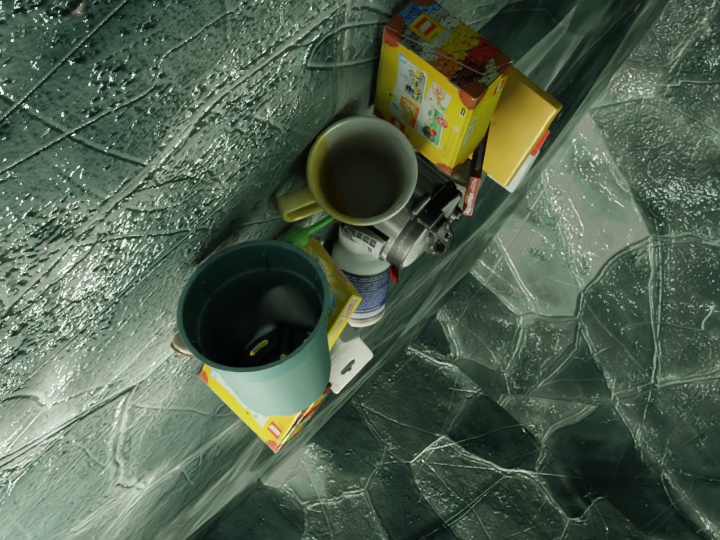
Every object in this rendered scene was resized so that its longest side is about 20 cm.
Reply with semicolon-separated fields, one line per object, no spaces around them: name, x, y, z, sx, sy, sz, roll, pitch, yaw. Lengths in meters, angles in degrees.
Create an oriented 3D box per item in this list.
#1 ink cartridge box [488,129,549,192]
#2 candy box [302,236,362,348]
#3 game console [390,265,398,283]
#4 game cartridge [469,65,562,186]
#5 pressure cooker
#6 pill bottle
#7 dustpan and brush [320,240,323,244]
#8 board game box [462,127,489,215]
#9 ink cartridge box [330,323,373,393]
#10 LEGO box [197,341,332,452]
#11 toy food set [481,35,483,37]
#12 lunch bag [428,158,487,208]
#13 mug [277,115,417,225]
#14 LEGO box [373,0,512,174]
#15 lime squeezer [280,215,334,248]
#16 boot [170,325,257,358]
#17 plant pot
ink cartridge box;0.299;-0.273;1.659;0.050;0.161;0.200;-48;169;-21
candy box;-0.067;0.033;1.245;0.026;0.200;0.102;25;105;-34
game console;0.088;-0.093;1.571;0.172;0.119;0.200;-46;169;-10
game cartridge;0.250;-0.278;1.423;0.032;0.176;0.200;-37;164;-41
pressure cooker;0.072;-0.102;1.283;0.176;0.200;0.179;-38;165;-53
pill bottle;0.000;0.000;1.473;0.116;0.116;0.200;-39;147;-40
dustpan and brush;-0.096;0.018;1.451;0.200;0.057;0.140;-51;-179;43
board game box;0.199;-0.202;1.305;0.103;0.019;0.200;90;12;-59
ink cartridge box;-0.086;0.116;1.368;0.117;0.200;0.067;-48;165;21
LEGO box;-0.168;0.189;1.341;0.077;0.200;0.149;-34;162;-49
toy food set;0.175;-0.280;1.314;0.200;0.049;0.198;64;47;-76
lunch bag;0.195;-0.193;1.601;0.164;0.117;0.200;-56;170;-25
mug;-0.016;-0.132;1.116;0.153;0.186;0.150;88;11;-86
LEGO box;0.101;-0.241;1.036;0.077;0.149;0.200;-45;168;-17
lime squeezer;-0.119;-0.033;1.225;0.200;0.038;0.071;-44;-174;-11
boot;-0.179;0.059;1.178;0.200;0.070;0.146;-5;136;-56
plant pot;-0.126;0.096;1.072;0.200;0.200;0.196;-44;150;-21
